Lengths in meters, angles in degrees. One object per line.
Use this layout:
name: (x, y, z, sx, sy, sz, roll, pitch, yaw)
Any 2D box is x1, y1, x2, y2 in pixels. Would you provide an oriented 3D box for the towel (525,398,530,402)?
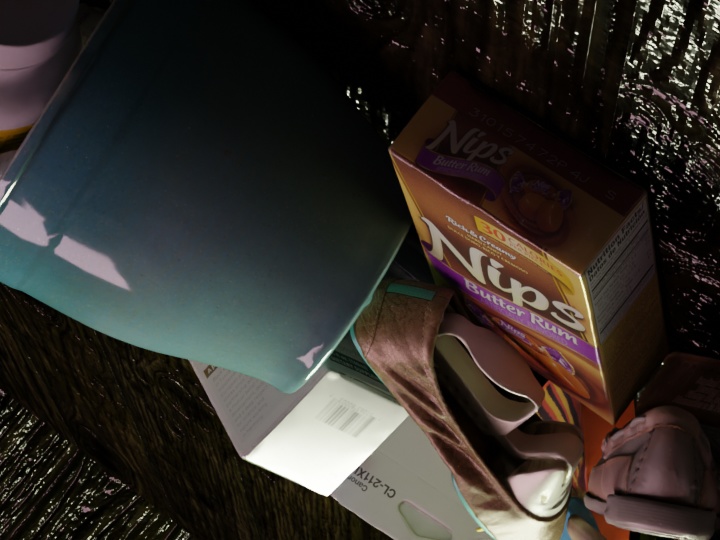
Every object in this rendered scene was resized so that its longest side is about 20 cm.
towel: (0.074, 0.079, 1.628, 0.148, 0.037, 0.200, 37, 177, -12)

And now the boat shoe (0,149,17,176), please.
boat shoe: (-0.154, -0.031, 1.456, 0.074, 0.199, 0.067, 66, -169, -70)

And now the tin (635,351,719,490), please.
tin: (0.214, 0.094, 1.337, 0.112, 0.042, 0.200, 48, 165, -21)

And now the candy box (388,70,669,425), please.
candy box: (0.086, -0.007, 1.296, 0.116, 0.057, 0.200, 34, 165, 22)

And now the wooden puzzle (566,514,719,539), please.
wooden puzzle: (0.212, 0.154, 1.356, 0.199, 0.038, 0.185, 11, 180, -2)

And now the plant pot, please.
plant pot: (-0.078, -0.039, 1.347, 0.187, 0.201, 0.200, 33, 168, -7)

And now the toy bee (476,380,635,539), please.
toy bee: (0.123, 0.148, 1.504, 0.130, 0.201, 0.109, 7, -178, -26)

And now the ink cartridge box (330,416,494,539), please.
ink cartridge box: (0.088, 0.172, 1.762, 0.145, 0.083, 0.200, 32, 177, 27)

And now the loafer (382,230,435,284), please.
loafer: (0.000, 0.000, 1.519, 0.200, 0.071, 0.068, 33, 166, 21)

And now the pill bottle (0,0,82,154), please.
pill bottle: (-0.220, -0.105, 1.488, 0.112, 0.113, 0.200, 37, 145, 4)

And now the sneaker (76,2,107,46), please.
sneaker: (-0.134, -0.099, 1.537, 0.199, 0.075, 0.100, 30, 165, 33)

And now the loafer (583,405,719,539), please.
loafer: (0.153, 0.099, 1.329, 0.071, 0.063, 0.200, 9, 179, 3)

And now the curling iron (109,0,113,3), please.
curling iron: (-0.139, -0.167, 1.426, 0.049, 0.026, 0.200, 34, 167, 30)

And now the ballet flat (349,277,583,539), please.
ballet flat: (0.072, 0.078, 1.377, 0.072, 0.068, 0.200, -10, 126, 40)

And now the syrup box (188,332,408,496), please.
syrup box: (-0.056, 0.032, 1.574, 0.079, 0.081, 0.200, 29, -158, -43)
